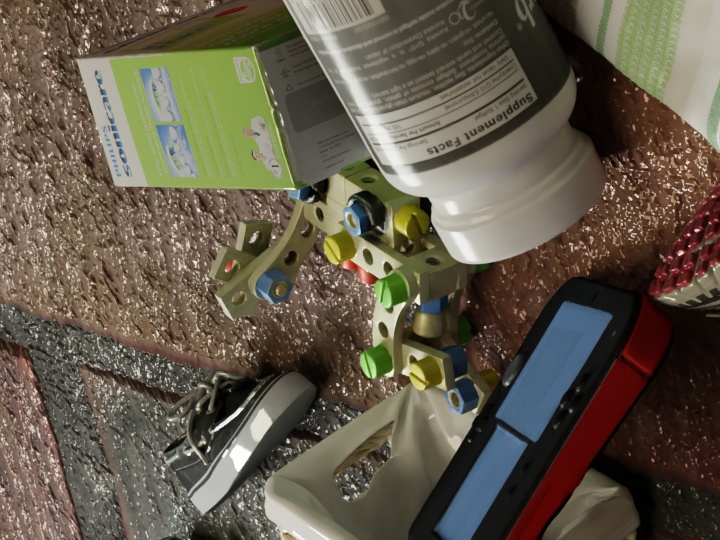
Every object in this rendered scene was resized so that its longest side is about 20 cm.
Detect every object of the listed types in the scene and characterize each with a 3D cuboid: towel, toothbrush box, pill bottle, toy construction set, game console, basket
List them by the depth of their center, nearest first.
[{"bbox_3d":[0.132,-0.161,1.235,0.200,0.031,0.149,41,140,34],"label":"towel"},{"bbox_3d":[0.042,-0.111,1.295,0.116,0.116,0.200,3,129,55],"label":"pill bottle"},{"bbox_3d":[0.087,0.085,1.299,0.031,0.177,0.200,36,179,-7],"label":"game console"},{"bbox_3d":[-0.045,-0.108,1.425,0.200,0.145,0.086,2,113,56],"label":"toothbrush box"},{"bbox_3d":[0.059,0.174,1.468,0.200,0.135,0.124,27,140,47],"label":"basket"},{"bbox_3d":[0.000,0.000,1.494,0.200,0.092,0.131,20,128,36],"label":"toy construction set"}]

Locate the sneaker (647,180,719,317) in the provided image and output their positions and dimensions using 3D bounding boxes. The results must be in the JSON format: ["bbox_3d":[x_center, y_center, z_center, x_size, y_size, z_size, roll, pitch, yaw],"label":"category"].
[{"bbox_3d":[0.206,-0.005,1.190,0.075,0.081,0.200,39,161,-15],"label":"sneaker"}]

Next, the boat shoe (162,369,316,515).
[{"bbox_3d":[-0.089,0.103,1.704,0.068,0.074,0.199,46,156,4],"label":"boat shoe"}]

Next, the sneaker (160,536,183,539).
[{"bbox_3d":[-0.124,0.293,1.902,0.115,0.075,0.201,28,125,57],"label":"sneaker"}]
